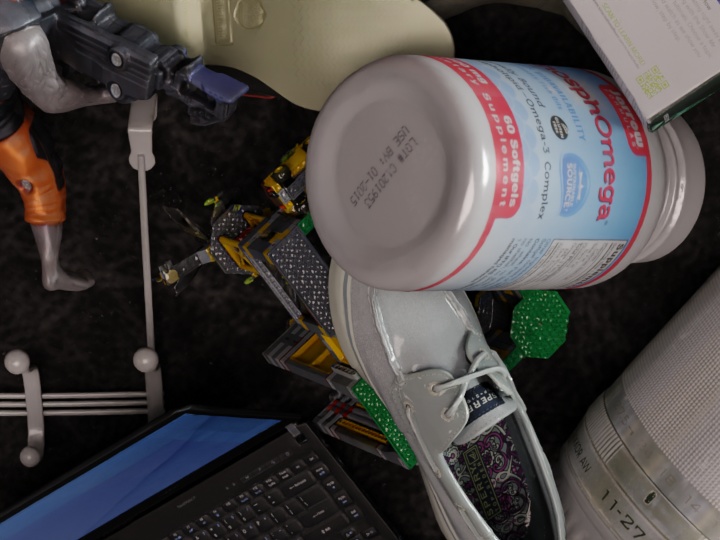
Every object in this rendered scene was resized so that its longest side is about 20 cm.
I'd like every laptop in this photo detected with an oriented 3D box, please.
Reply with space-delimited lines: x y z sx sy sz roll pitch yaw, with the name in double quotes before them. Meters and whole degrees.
"laptop" -0.089 0.160 1.449 0.177 0.103 0.200 -30 107 24

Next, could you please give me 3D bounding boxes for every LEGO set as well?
"LEGO set" 0.000 0.000 1.419 0.200 0.116 0.154 46 76 -28

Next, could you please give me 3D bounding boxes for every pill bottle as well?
"pill bottle" 0.076 -0.045 1.314 0.108 0.199 0.110 1 92 42

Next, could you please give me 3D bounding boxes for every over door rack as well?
"over door rack" -0.177 0.012 1.430 0.147 0.067 0.201 -1 110 0

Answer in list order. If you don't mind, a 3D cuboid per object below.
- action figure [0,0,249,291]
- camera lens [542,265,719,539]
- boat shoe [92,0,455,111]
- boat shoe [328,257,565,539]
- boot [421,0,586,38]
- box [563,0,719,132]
"action figure" -0.161 -0.079 1.318 0.199 0.104 0.195 19 119 25
"camera lens" 0.209 0.088 1.404 0.160 0.160 0.200 37 107 -12
"boat shoe" -0.046 -0.121 1.360 0.200 0.063 0.074 7 100 15
"boat shoe" 0.051 0.064 1.348 0.070 0.071 0.202 -34 114 -21
"boot" 0.112 -0.133 1.377 0.199 0.068 0.131 -27 113 12
"box" 0.180 -0.180 1.295 0.199 0.036 0.145 -33 80 5
